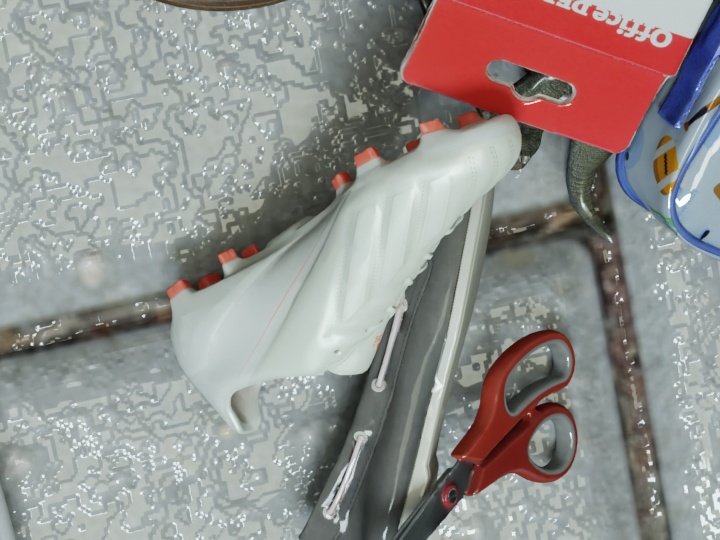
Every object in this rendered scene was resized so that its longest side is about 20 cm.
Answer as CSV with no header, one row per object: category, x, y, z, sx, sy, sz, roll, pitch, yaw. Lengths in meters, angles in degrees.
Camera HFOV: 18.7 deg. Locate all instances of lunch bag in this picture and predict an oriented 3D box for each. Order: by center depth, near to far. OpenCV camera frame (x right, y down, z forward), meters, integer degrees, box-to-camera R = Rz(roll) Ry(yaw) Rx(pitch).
lunch bag,0.216,-0.089,1.000,0.160,0.076,0.201,24,102,-27

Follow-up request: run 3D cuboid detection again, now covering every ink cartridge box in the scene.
ink cartridge box,0.100,-0.160,0.913,0.116,0.067,0.201,18,119,-15

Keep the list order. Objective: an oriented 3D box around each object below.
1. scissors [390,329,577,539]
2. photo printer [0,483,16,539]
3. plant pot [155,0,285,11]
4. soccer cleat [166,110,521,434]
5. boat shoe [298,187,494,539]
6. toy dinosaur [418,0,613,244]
scissors,0.042,0.088,0.982,0.200,0.014,0.074,-27,114,-46
photo printer,-0.232,0.131,0.954,0.166,0.069,0.201,-15,97,-10
plant pot,-0.045,-0.211,0.902,0.199,0.198,0.201,-1,95,-11
soccer cleat,0.000,0.000,0.957,0.200,0.069,0.078,-33,82,29
boat shoe,0.017,0.040,1.001,0.057,0.067,0.201,12,89,8
toy dinosaur,0.091,-0.106,1.002,0.102,0.077,0.201,-27,97,-2
